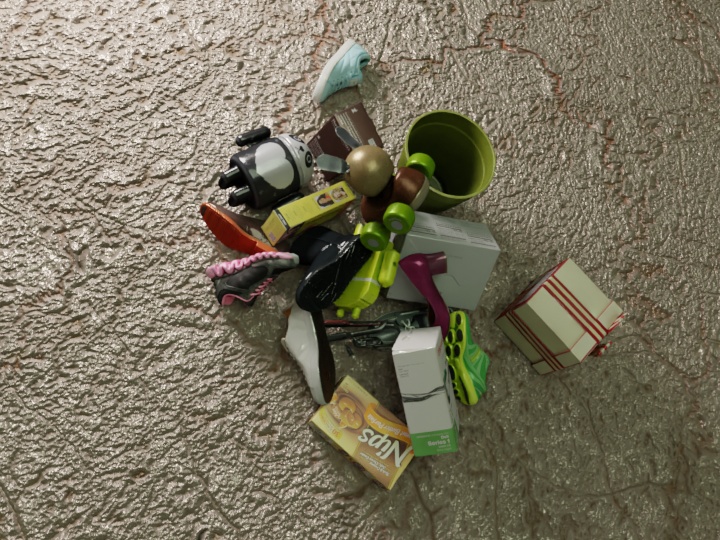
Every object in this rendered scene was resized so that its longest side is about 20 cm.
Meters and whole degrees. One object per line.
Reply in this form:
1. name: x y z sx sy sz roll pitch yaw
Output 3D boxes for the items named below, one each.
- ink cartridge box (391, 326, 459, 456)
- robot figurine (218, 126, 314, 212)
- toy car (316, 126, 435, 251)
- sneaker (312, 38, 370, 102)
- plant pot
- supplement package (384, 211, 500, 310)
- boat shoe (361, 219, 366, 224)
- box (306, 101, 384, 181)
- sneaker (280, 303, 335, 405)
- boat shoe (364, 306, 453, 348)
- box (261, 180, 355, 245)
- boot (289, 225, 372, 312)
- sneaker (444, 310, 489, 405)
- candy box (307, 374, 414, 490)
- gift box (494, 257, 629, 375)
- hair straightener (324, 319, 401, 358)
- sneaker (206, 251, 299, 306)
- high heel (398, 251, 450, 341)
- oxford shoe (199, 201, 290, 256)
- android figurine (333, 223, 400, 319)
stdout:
1. ink cartridge box: 0.126 0.220 1.097 0.084 0.146 0.201 -10 98 13
2. robot figurine: -0.190 -0.203 1.204 0.199 0.151 0.125 -29 42 -22
3. toy car: 0.013 -0.168 1.072 0.199 0.158 0.165 35 54 -16
4. sneaker: -0.038 -0.457 1.361 0.082 0.074 0.201 31 68 -1
5. plant pot: 0.161 -0.208 1.270 0.199 0.193 0.202 5 70 -14
6. supplement package: 0.159 -0.022 1.213 0.198 0.157 0.111 9 33 -12
7. boat shoe: 0.032 -0.091 1.262 0.073 0.069 0.201 22 68 -8
8. box: -0.036 -0.263 1.220 0.075 0.200 0.101 -31 96 -22
9. sneaker: -0.103 0.162 1.120 0.084 0.073 0.201 -18 73 21
10. boat shoe: 0.104 0.111 1.219 0.199 0.062 0.073 -11 76 -19
11. box: -0.105 -0.120 1.204 0.200 0.075 0.050 -30 83 -40
12. boot: -0.089 -0.008 1.151 0.200 0.168 0.077 -47 124 -24
13. sneaker: 0.218 0.177 1.215 0.083 0.074 0.201 -21 105 -38
14. candy box: 0.009 0.313 1.129 0.200 0.055 0.116 41 66 0
15. gift box: 0.441 0.100 1.255 0.200 0.185 0.187 -39 84 -17
16. hair straightener: -0.010 0.138 1.169 0.198 0.041 0.078 0 73 -3
17. sneaker: -0.202 0.019 1.125 0.199 0.079 0.096 -14 82 22
18. high heel: 0.122 0.059 1.151 0.095 0.067 0.202 -9 108 -12
19. oxford shoe: -0.235 -0.081 1.192 0.200 0.071 0.073 37 49 -9
20. android figurine: 0.000 0.000 1.170 0.041 0.181 0.201 29 69 -39
